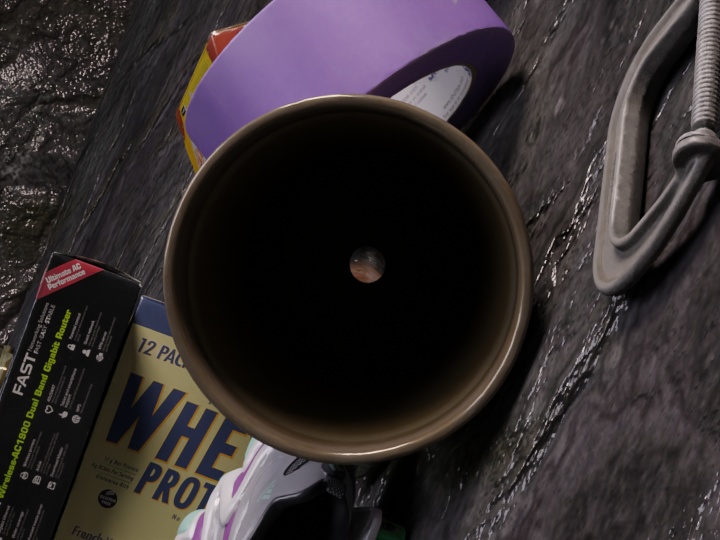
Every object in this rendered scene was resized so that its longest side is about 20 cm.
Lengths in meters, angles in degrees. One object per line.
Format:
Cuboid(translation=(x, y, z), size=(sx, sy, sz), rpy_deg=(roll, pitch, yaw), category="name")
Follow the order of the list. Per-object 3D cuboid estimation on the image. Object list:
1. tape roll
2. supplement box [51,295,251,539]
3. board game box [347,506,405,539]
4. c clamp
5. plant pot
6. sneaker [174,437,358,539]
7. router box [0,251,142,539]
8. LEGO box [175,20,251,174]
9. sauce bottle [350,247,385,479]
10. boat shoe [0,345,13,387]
Cuboid(translation=(-0.006, -0.114, 1.413), size=(0.200, 0.085, 0.200), rpy_deg=(-35, -14, -10), category="tape roll")
Cuboid(translation=(-0.131, 0.153, 1.527), size=(0.200, 0.134, 0.201), rpy_deg=(126, 163, -68), category="supplement box")
Cuboid(translation=(-0.043, 0.241, 1.349), size=(0.201, 0.026, 0.200), rpy_deg=(-71, 15, -13), category="board game box")
Cuboid(translation=(0.158, -0.090, 1.110), size=(0.171, 0.027, 0.201), rpy_deg=(-49, 23, 52), category="c clamp")
Cuboid(translation=(0.000, 0.000, 1.286), size=(0.174, 0.199, 0.201), rpy_deg=(-36, -30, -84), category="plant pot")
Cuboid(translation=(-0.064, 0.180, 1.312), size=(0.201, 0.077, 0.140), rpy_deg=(-61, 15, 24), category="sneaker")
Cuboid(translation=(-0.205, 0.097, 1.444), size=(0.150, 0.062, 0.201), rpy_deg=(139, 151, -76), category="router box")
Cuboid(translation=(-0.063, -0.081, 1.608), size=(0.200, 0.077, 0.150), rpy_deg=(136, 116, -73), category="LEGO box")
Cuboid(translation=(-0.006, 0.044, 1.439), size=(0.065, 0.064, 0.200), rpy_deg=(-55, 17, 40), category="sauce bottle")
Cuboid(translation=(-0.540, 0.134, 3.247), size=(0.072, 0.066, 0.201), rpy_deg=(-69, 14, -3), category="boat shoe")
